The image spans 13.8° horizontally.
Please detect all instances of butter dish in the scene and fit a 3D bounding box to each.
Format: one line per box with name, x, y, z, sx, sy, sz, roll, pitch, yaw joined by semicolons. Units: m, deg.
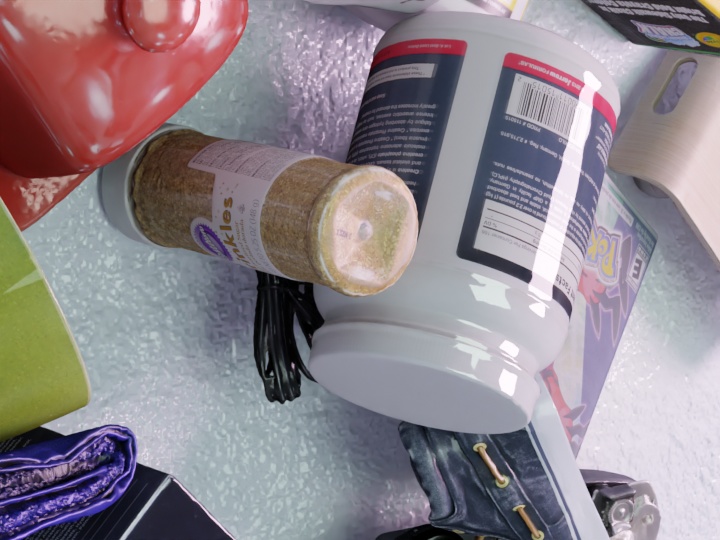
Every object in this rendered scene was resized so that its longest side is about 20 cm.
butter dish;-0.136;-0.138;1.504;0.199;0.148;0.200;-46;123;-23

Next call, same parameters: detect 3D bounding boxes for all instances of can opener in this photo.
can opener;0.092;0.163;1.815;0.200;0.067;0.053;-9;111;-24

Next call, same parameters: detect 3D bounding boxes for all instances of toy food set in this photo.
toy food set;0.238;-0.051;1.885;0.200;0.060;0.144;53;55;-34

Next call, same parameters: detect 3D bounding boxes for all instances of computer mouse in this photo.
computer mouse;0.000;0.000;1.691;0.200;0.053;0.139;-3;96;-48

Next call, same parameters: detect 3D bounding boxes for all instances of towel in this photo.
towel;-0.220;0.126;1.443;0.148;0.200;0.050;-12;86;-54

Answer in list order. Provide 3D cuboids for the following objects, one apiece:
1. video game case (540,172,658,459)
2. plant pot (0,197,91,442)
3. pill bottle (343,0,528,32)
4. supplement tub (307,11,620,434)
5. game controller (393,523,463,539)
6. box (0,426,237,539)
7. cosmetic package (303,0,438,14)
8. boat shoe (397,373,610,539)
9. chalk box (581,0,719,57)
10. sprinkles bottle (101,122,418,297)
video game case;0.104;0.013;1.759;0.200;0.023;0.182;44;62;-51
plant pot;-0.263;0.035;1.436;0.200;0.187;0.187;-31;118;-14
pill bottle;0.066;-0.228;1.670;0.111;0.111;0.200;28;82;-39
supplement tub;0.054;-0.026;1.602;0.140;0.140;0.200;29;68;-38
game controller;-0.009;0.233;1.724;0.200;0.042;0.104;-37;119;-10
box;-0.123;0.183;1.556;0.104;0.182;0.200;-54;127;-18
cosmetic package;0.010;-0.258;1.517;0.165;0.165;0.200;2;67;-50
boat shoe;0.087;0.135;1.725;0.091;0.071;0.200;-23;132;2
chalk box;0.197;-0.207;1.771;0.200;0.125;0.124;33;78;-39
sprinkles bottle;-0.055;-0.034;1.554;0.068;0.200;0.068;-8;104;-37
